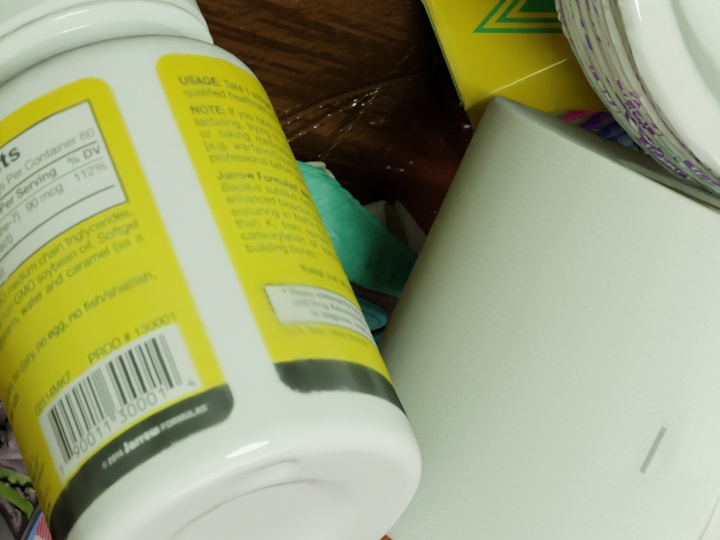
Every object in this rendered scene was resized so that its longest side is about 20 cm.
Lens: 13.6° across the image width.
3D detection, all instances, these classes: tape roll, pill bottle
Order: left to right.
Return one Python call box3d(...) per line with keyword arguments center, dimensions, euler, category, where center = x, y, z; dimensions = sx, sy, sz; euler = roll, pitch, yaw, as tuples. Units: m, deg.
box3d(center=(-0.067, -0.001, 0.940), dimensions=(0.114, 0.201, 0.114), euler=(-18, 152, -10), category="pill bottle")
box3d(center=(0.105, 0.046, 0.994), dimensions=(0.202, 0.202, 0.140), euler=(16, 101, -52), category="tape roll")

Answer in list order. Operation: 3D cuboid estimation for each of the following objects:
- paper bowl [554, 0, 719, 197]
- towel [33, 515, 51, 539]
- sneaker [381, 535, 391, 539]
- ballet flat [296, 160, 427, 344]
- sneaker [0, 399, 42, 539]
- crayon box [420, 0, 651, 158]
box3d(center=(0.153, -0.115, 0.949), dimensions=(0.200, 0.202, 0.104), euler=(-15, -165, -16), category="paper bowl")
box3d(center=(-0.136, 0.118, 1.193), dimensions=(0.030, 0.146, 0.200), euler=(-54, 168, -31), category="towel")
box3d(center=(0.005, 0.084, 1.182), dimensions=(0.078, 0.077, 0.200), euler=(-50, 137, 0), category="sneaker")
box3d(center=(0.000, 0.000, 1.138), dimensions=(0.067, 0.071, 0.200), euler=(-11, 161, 21), category="ballet flat")
box3d(center=(-0.146, 0.072, 1.066), dimensions=(0.083, 0.071, 0.200), euler=(-29, 137, -71), category="sneaker")
box3d(center=(0.128, -0.073, 1.120), dimensions=(0.172, 0.058, 0.200), euler=(-25, 153, 4), category="crayon box")
